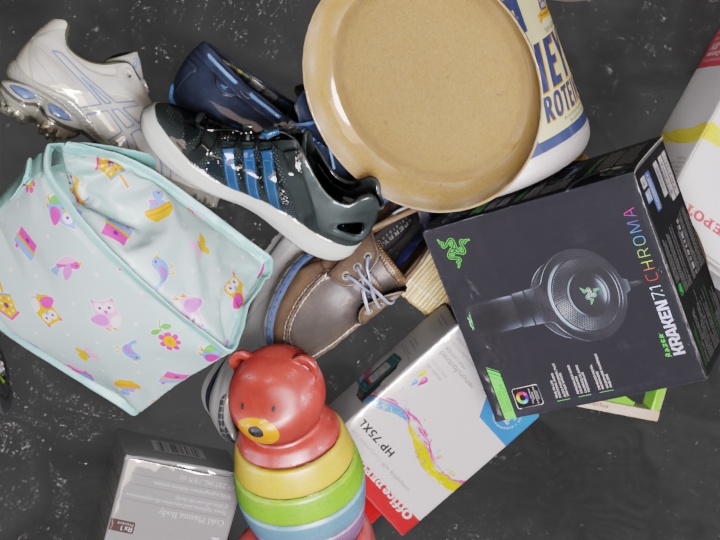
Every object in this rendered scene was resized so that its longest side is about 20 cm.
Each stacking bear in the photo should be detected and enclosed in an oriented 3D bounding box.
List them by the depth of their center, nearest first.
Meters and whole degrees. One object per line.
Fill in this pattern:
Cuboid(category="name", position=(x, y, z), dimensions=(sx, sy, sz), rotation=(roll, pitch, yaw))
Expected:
Cuboid(category="stacking bear", position=(-0.054, 0.149, 1.189), dimensions=(0.121, 0.114, 0.201), rotation=(8, 127, 26))

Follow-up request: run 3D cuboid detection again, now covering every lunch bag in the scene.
Cuboid(category="lunch bag", position=(-0.197, -0.002, 1.160), dimensions=(0.200, 0.170, 0.122), rotation=(38, 48, -17))

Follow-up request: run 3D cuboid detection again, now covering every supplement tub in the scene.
Cuboid(category="supplement tub", position=(0.089, -0.171, 1.205), dimensions=(0.144, 0.145, 0.201), rotation=(-24, 106, -6))

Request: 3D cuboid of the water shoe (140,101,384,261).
Cuboid(category="water shoe", position=(-0.073, -0.088, 1.163), dimensions=(0.199, 0.072, 0.079), rotation=(31, 118, -15))

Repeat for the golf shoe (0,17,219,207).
Cuboid(category="golf shoe", position=(-0.185, -0.124, 1.197), dimensions=(0.199, 0.078, 0.098), rotation=(31, 81, -22))

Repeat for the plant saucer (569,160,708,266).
Cuboid(category="plant saucer", position=(0.190, 0.008, 1.255), dimensions=(0.199, 0.029, 0.202), rotation=(11, 116, 23))

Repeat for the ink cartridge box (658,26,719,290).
Cuboid(category="ink cartridge box", position=(0.333, -0.092, 1.292), dimensions=(0.145, 0.083, 0.201), rotation=(32, 84, -18))

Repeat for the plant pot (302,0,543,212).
Cuboid(category="plant pot", position=(0.049, -0.141, 1.134), dimensions=(0.199, 0.027, 0.201), rotation=(14, 121, 24))

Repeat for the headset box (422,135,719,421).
Cuboid(category="headset box", position=(0.166, 0.011, 1.196), dimensions=(0.199, 0.093, 0.175), rotation=(-14, 104, 31))

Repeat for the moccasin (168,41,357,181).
Cuboid(category="moccasin", position=(-0.056, -0.120, 1.218), dimensions=(0.199, 0.081, 0.069), rotation=(23, 104, -17))

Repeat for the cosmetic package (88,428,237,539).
Cuboid(category="cosmetic package", position=(-0.178, 0.246, 1.271), dimensions=(0.106, 0.090, 0.202), rotation=(11, 96, -17))

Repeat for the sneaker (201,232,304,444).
Cuboid(category="sneaker", position=(-0.065, 0.052, 1.256), dimensions=(0.076, 0.080, 0.201), rotation=(22, 95, -14))

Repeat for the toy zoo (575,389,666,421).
Cuboid(category="toy zoo", position=(0.235, 0.027, 1.338), dimensions=(0.130, 0.020, 0.202), rotation=(11, 99, -20))

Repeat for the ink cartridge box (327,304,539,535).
Cuboid(category="ink cartridge box", position=(0.040, 0.142, 1.298), dimensions=(0.200, 0.067, 0.116), rotation=(-42, 107, 4))

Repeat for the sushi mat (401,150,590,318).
Cuboid(category="sushi mat", position=(0.129, -0.028, 1.313), dimensions=(0.096, 0.012, 0.200), rotation=(41, 92, -17))

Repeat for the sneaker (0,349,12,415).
Cuboid(category="sneaker", position=(-0.346, 0.032, 1.197), dimensions=(0.080, 0.074, 0.201), rotation=(-17, 103, -4))

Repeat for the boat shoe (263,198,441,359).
Cuboid(category="boat shoe", position=(0.000, 0.000, 1.220), dimensions=(0.200, 0.072, 0.072), rotation=(-51, 117, -26))
